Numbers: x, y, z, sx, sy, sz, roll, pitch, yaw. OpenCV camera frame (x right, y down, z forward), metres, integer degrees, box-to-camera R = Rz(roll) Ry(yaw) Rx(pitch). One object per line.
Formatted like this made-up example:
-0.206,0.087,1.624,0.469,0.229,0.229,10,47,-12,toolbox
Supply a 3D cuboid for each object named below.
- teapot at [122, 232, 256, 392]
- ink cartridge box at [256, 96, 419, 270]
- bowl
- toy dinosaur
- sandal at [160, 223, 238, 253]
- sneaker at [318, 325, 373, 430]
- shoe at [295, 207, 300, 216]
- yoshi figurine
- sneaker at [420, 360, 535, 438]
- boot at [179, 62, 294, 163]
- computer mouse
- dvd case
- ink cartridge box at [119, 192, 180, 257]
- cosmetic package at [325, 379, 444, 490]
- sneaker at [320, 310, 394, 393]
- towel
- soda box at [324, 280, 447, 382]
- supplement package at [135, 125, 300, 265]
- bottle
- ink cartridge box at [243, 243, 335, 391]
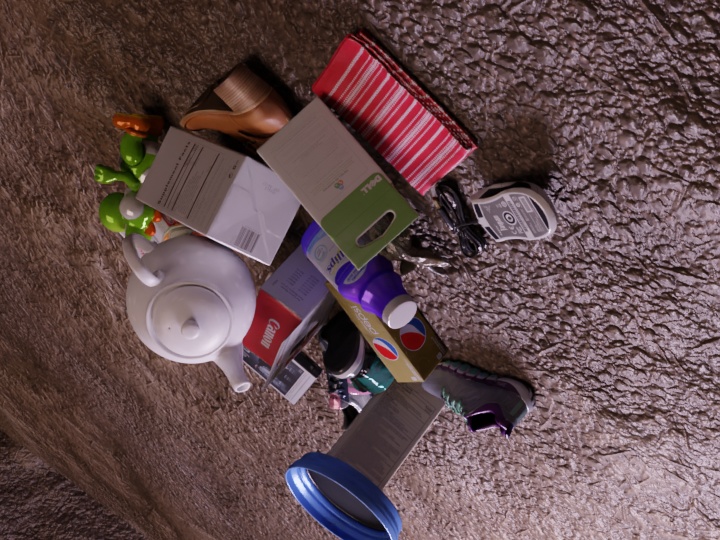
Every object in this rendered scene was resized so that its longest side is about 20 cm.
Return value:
-0.240,0.051,1.493,0.200,0.146,0.198,8,110,-9,teapot
-0.025,-0.106,1.329,0.200,0.104,0.059,50,-177,9,ink cartridge box
-0.024,0.352,1.625,0.201,0.039,0.201,29,148,20,bowl
0.027,-0.062,1.399,0.200,0.077,0.102,50,-177,11,toy dinosaur
-0.237,-0.034,1.607,0.207,0.059,0.079,-13,120,38,sandal
-0.028,0.183,1.763,0.070,0.082,0.200,7,135,44,sneaker
-0.169,-0.100,1.596,0.200,0.053,0.070,-3,117,32,shoe
-0.354,-0.138,1.616,0.112,0.112,0.200,22,109,62,yoshi figurine
0.154,0.190,1.567,0.200,0.088,0.074,6,134,44,sneaker
-0.154,-0.188,1.454,0.155,0.074,0.200,44,155,-17,boot
0.170,-0.069,1.273,0.200,0.044,0.110,-4,122,57,computer mouse
-0.170,0.150,1.936,0.200,0.025,0.150,40,149,2,dvd case
-0.302,-0.075,1.740,0.200,0.083,0.145,-4,128,48,ink cartridge box
0.031,0.262,1.685,0.103,0.200,0.087,41,150,3,cosmetic package
0.002,0.143,1.627,0.121,0.084,0.200,45,-171,-15,sneaker
0.036,-0.187,1.290,0.200,0.022,0.145,44,150,-4,towel
0.038,0.069,1.562,0.064,0.068,0.200,-9,123,53,soda box
-0.195,-0.105,1.477,0.121,0.120,0.200,27,179,-43,supplement package
0.000,0.000,1.447,0.200,0.084,0.065,48,-169,36,bottle
-0.112,0.067,1.620,0.084,0.176,0.200,37,148,7,ink cartridge box
